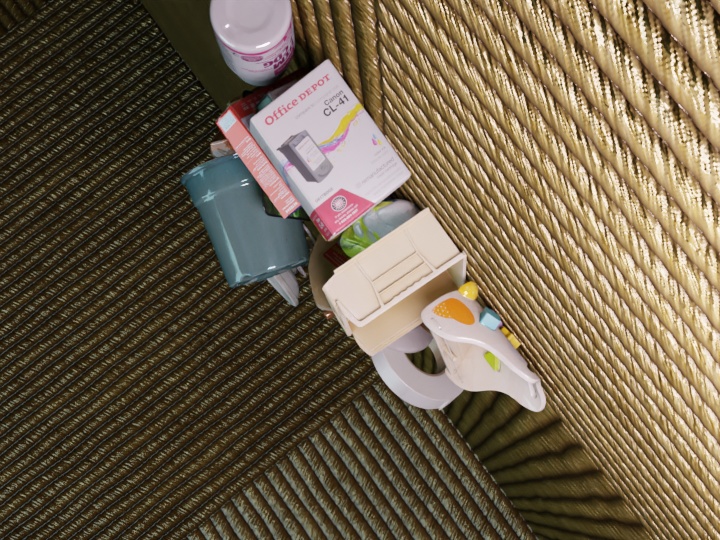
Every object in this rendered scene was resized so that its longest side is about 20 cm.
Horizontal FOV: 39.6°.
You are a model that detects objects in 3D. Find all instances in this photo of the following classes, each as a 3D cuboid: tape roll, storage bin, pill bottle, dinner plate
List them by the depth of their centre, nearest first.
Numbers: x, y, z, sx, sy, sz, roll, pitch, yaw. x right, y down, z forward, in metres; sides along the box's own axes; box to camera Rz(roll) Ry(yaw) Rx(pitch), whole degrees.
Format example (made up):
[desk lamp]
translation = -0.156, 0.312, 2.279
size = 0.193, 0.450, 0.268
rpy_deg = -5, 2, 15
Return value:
[pill bottle]
translation = -0.150, -0.339, 1.429
size = 0.114, 0.113, 0.200
rpy_deg = 53, 176, 3
[storage bin]
translation = 0.054, 0.025, 1.500
size = 0.094, 0.197, 0.200
rpy_deg = 55, 176, 16
[dinner plate]
translation = 0.059, 0.054, 1.783
size = 0.201, 0.199, 0.024
rpy_deg = 53, 132, 8
[tape roll]
translation = 0.106, 0.150, 1.788
size = 0.204, 0.201, 0.037
rpy_deg = 53, 131, 10

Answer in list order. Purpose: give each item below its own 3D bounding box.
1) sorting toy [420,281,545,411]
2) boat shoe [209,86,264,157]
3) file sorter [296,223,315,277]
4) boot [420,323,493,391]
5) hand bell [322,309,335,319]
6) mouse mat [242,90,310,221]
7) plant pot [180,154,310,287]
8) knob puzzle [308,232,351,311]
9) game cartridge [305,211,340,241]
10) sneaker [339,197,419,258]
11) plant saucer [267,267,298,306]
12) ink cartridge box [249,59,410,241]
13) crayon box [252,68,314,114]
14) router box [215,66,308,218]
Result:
[sorting toy]
translation = 0.198, 0.128, 1.471
size = 0.180, 0.107, 0.201
rpy_deg = 42, 169, 31
[boat shoe]
translation = -0.191, -0.243, 1.606
size = 0.201, 0.074, 0.075
rpy_deg = -57, -46, -57
[file sorter]
translation = -0.080, -0.112, 1.852
size = 0.125, 0.199, 0.139
rpy_deg = 45, 172, 27
[boot]
translation = 0.177, 0.116, 1.772
size = 0.155, 0.077, 0.201
rpy_deg = 44, -174, -45
[hand bell]
translation = 0.020, 0.023, 1.714
size = 0.105, 0.198, 0.104
rpy_deg = 50, 166, 17
[mouse mat]
translation = -0.131, -0.182, 1.610
size = 0.160, 0.007, 0.205
rpy_deg = 2, -103, -65
[plant pot]
translation = -0.179, -0.088, 1.682
size = 0.200, 0.196, 0.200
rpy_deg = 128, 123, -85
[knob puzzle]
translation = 0.000, 0.000, 1.661
size = 0.220, 0.217, 0.031
rpy_deg = 50, 162, 29
[game cartridge]
translation = -0.064, -0.165, 1.666
size = 0.178, 0.032, 0.201
rpy_deg = 56, -152, -14
[sneaker]
translation = 0.041, -0.090, 1.594
size = 0.076, 0.106, 0.199
rpy_deg = 45, 146, -15
[plant saucer]
translation = -0.170, -0.024, 1.859
size = 0.200, 0.050, 0.200
rpy_deg = 48, 173, 8
[ink cartridge box]
translation = -0.045, -0.167, 1.407
size = 0.201, 0.147, 0.086
rpy_deg = 53, 173, -3
[crayon box]
translation = -0.058, -0.192, 1.507
size = 0.051, 0.127, 0.202
rpy_deg = -35, 92, 41
[router box]
translation = -0.102, -0.202, 1.547
size = 0.049, 0.200, 0.181
rpy_deg = -34, 94, 42
